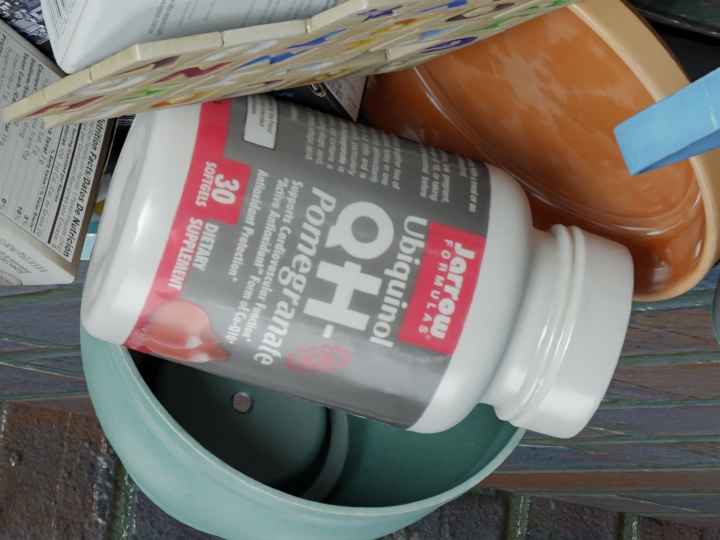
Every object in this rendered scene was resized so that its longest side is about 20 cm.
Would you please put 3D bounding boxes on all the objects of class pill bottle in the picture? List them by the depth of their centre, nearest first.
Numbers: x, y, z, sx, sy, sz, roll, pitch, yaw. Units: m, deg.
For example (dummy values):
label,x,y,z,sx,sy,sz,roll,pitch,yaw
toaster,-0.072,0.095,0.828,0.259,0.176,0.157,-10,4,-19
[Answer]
label,x,y,z,sx,sy,sz,roll,pitch,yaw
pill bottle,0.000,0.000,1.129,0.200,0.111,0.111,17,169,-11

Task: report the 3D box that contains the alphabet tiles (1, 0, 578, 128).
label,x,y,z,sx,sy,sz,roll,pitch,yaw
alphabet tiles,-0.017,-0.078,1.008,0.200,0.008,0.167,-12,178,-34

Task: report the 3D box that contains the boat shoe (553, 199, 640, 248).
label,x,y,z,sx,sy,sz,roll,pitch,yaw
boat shoe,0.084,-0.009,1.281,0.060,0.072,0.202,-9,172,-37

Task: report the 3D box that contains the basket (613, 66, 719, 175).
label,x,y,z,sx,sy,sz,roll,pitch,yaw
basket,0.190,-0.079,0.885,0.200,0.139,0.176,-22,179,-17

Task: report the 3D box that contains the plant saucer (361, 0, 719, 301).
label,x,y,z,sx,sy,sz,roll,pitch,yaw
plant saucer,0.067,-0.071,1.148,0.200,0.032,0.200,35,155,19

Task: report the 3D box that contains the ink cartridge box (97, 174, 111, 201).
label,x,y,z,sx,sy,sz,roll,pitch,yaw
ink cartridge box,-0.186,-0.060,1.401,0.200,0.047,0.160,-2,-160,36

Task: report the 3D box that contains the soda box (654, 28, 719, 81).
label,x,y,z,sx,sy,sz,roll,pitch,yaw
soda box,0.095,-0.062,1.350,0.063,0.070,0.200,14,169,-27

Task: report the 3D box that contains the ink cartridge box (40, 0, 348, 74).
label,x,y,z,sx,sy,sz,roll,pitch,yaw
ink cartridge box,0.009,-0.130,0.904,0.200,0.043,0.196,-14,167,-18

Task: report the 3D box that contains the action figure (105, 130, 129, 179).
label,x,y,z,sx,sy,sz,roll,pitch,yaw
action figure,-0.036,-0.064,1.313,0.200,0.069,0.130,17,124,-24

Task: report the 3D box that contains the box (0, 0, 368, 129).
label,x,y,z,sx,sy,sz,roll,pitch,yaw
box,-0.120,-0.116,1.117,0.200,0.050,0.199,2,156,24

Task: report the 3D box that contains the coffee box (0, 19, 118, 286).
label,x,y,z,sx,sy,sz,roll,pitch,yaw
coffee box,-0.199,-0.068,1.107,0.113,0.080,0.200,-2,154,32

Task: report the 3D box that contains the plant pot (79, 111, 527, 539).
label,x,y,z,sx,sy,sz,roll,pitch,yaw
plant pot,-0.035,0.038,1.247,0.200,0.200,0.134,10,150,-18

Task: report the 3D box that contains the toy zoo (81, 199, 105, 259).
label,x,y,z,sx,sy,sz,roll,pitch,yaw
toy zoo,-0.169,-0.043,1.418,0.131,0.020,0.200,-19,-148,-34

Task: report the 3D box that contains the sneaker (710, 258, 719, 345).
label,x,y,z,sx,sy,sz,roll,pitch,yaw
sneaker,0.183,-0.012,1.262,0.140,0.078,0.200,-22,155,-42
